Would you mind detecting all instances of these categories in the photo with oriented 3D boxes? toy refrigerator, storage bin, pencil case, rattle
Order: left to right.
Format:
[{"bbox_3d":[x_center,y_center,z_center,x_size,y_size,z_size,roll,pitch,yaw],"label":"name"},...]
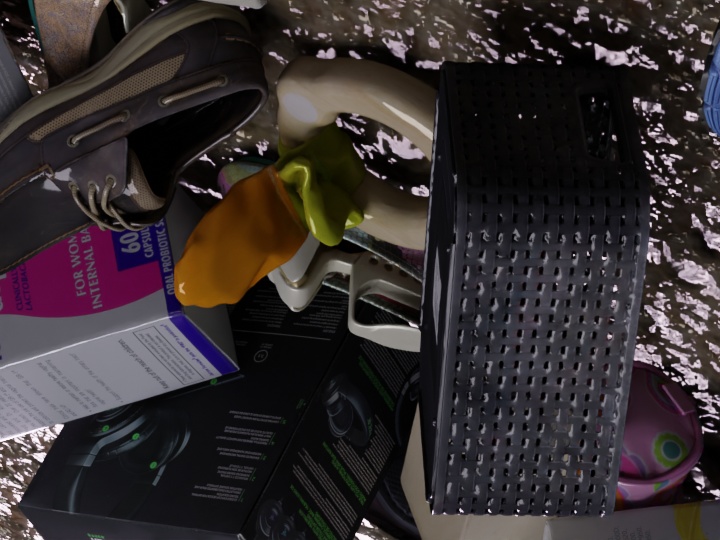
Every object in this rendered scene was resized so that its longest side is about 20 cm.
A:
[{"bbox_3d":[0.026,-0.022,1.510,0.199,0.143,0.131,26,132,18],"label":"rattle"},{"bbox_3d":[0.073,0.106,1.625,0.200,0.070,0.076,97,153,-67],"label":"toy refrigerator"},{"bbox_3d":[0.081,0.010,1.436,0.093,0.135,0.201,2,126,-4],"label":"storage bin"},{"bbox_3d":[0.145,0.131,1.692,0.087,0.088,0.200,23,150,11],"label":"pencil case"}]

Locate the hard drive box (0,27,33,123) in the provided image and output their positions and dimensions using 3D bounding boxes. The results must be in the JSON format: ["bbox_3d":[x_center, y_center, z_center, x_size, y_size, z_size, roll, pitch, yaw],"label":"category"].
[{"bbox_3d":[-0.262,-0.117,1.598,0.200,0.077,0.156,37,158,37],"label":"hard drive box"}]

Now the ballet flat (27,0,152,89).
[{"bbox_3d":[-0.139,-0.107,1.588,0.067,0.068,0.200,15,149,11],"label":"ballet flat"}]

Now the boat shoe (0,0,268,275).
[{"bbox_3d":[-0.132,-0.060,1.531,0.074,0.200,0.073,34,-161,-52],"label":"boat shoe"}]

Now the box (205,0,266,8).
[{"bbox_3d":[-0.086,-0.223,1.341,0.077,0.095,0.200,11,144,30],"label":"box"}]

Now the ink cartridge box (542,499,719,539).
[{"bbox_3d":[0.198,0.194,1.645,0.199,0.084,0.145,-6,149,-7],"label":"ink cartridge box"}]

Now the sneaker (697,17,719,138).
[{"bbox_3d":[0.199,-0.113,1.288,0.078,0.076,0.200,21,151,7],"label":"sneaker"}]

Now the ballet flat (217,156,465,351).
[{"bbox_3d":[0.000,0.000,1.623,0.199,0.071,0.069,23,151,11],"label":"ballet flat"}]

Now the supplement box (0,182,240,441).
[{"bbox_3d":[-0.185,0.025,1.678,0.199,0.102,0.103,-18,155,10],"label":"supplement box"}]

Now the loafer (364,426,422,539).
[{"bbox_3d":[0.023,0.126,1.787,0.199,0.072,0.063,27,154,30],"label":"loafer"}]

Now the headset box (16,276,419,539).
[{"bbox_3d":[-0.079,0.104,1.717,0.173,0.200,0.093,3,141,36],"label":"headset box"}]
